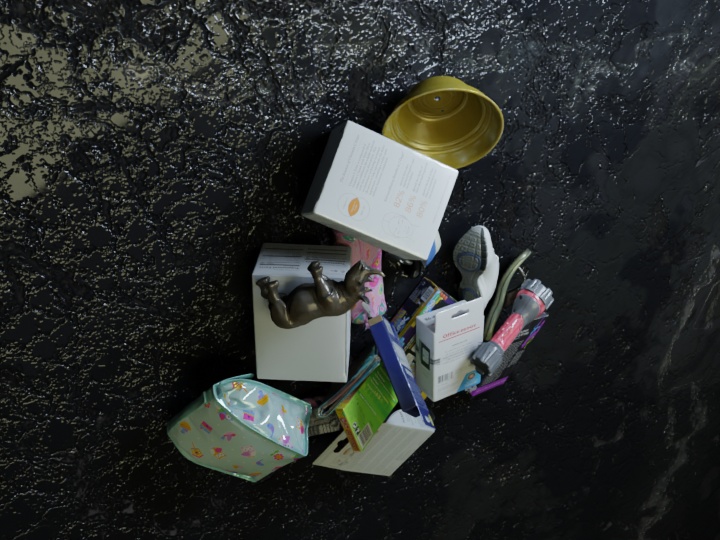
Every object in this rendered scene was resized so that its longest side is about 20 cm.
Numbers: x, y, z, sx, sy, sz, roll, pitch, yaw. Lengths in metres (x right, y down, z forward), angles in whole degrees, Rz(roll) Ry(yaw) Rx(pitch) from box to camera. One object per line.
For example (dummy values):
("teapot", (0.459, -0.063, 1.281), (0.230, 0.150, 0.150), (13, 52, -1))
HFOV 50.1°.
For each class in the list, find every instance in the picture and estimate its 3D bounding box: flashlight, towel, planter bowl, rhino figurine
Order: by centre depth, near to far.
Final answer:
("rhino figurine", (-0.056, 0.032, 1.161), (0.197, 0.060, 0.088), (-16, 109, 13))
("planter bowl", (0.130, -0.256, 1.261), (0.197, 0.084, 0.201), (-2, 149, -1))
("towel", (-0.015, 0.186, 1.383), (0.022, 0.200, 0.147), (44, 97, -2))
("flashlight", (0.285, 0.106, 1.453), (0.200, 0.068, 0.068), (-47, 113, -20))

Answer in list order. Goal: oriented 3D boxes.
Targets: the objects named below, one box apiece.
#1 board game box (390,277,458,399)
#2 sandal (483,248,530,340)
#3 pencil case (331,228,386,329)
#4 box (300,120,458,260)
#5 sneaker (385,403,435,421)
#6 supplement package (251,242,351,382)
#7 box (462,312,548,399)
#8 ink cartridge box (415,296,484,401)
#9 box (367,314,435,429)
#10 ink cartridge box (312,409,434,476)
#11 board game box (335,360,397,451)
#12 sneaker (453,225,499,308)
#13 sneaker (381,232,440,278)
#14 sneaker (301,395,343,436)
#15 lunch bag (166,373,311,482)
("board game box", (0.126, 0.137, 1.515), (0.165, 0.057, 0.201), (35, 95, -40))
("sandal", (0.298, 0.050, 1.539), (0.057, 0.080, 0.203), (22, 103, 9))
("pencil case", (0.000, 0.000, 1.349), (0.086, 0.087, 0.202), (-19, 123, -20))
("box", (0.028, -0.122, 1.221), (0.198, 0.106, 0.154), (22, 86, -15))
("sneaker", (0.058, 0.305, 1.568), (0.197, 0.076, 0.092), (5, 123, -24))
("supplement package", (-0.094, 0.071, 1.280), (0.153, 0.111, 0.202), (2, 118, 1))
("box", (0.299, 0.169, 1.596), (0.142, 0.036, 0.201), (-7, 132, -53))
("ink cartridge box", (0.168, 0.135, 1.460), (0.115, 0.067, 0.202), (-17, 123, -24))
("box", (0.072, 0.183, 1.334), (0.032, 0.202, 0.121), (-25, 160, 7))
("ink cartridge box", (0.022, 0.328, 1.494), (0.198, 0.048, 0.160), (18, 125, -34))
("board game box", (0.029, 0.223, 1.395), (0.200, 0.030, 0.096), (-45, 123, -41))
("sneaker", (0.230, -0.014, 1.486), (0.087, 0.074, 0.202), (-44, 146, -31))
("sneaker", (0.078, -0.072, 1.338), (0.112, 0.076, 0.201), (-56, 142, -33))
("sneaker", (-0.095, 0.274, 1.458), (0.197, 0.082, 0.071), (-4, 95, -3))
("lunch bag", (-0.209, 0.263, 1.309), (0.199, 0.123, 0.170), (30, 133, -28))
